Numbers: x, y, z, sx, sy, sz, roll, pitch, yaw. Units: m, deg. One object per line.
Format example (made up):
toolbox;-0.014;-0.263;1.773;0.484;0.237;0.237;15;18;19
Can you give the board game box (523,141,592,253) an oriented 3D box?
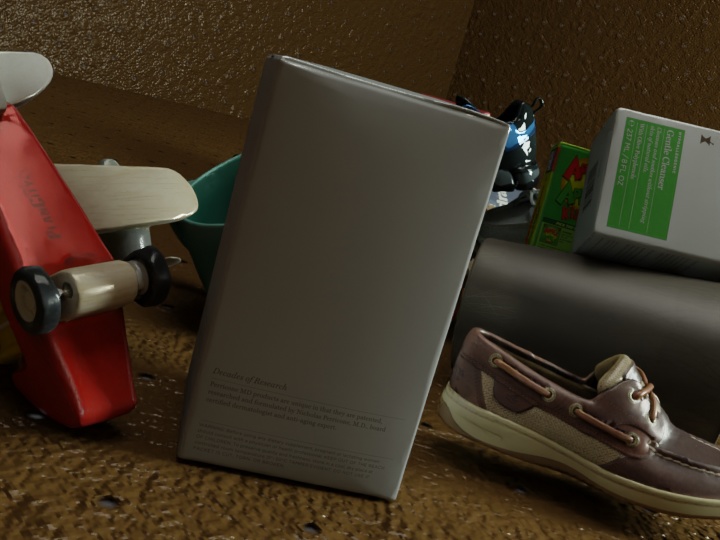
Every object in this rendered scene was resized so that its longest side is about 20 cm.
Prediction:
board game box;0.252;-0.034;0.753;0.198;0.103;0.048;17;3;3

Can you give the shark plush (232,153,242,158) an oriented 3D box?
shark plush;-0.126;-0.104;1.001;0.091;0.198;0.084;42;25;-56

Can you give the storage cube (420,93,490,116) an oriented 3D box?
storage cube;0.069;-0.146;1.245;0.198;0.173;0.179;-15;25;-25

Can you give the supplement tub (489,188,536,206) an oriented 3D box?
supplement tub;0.130;-0.060;1.109;0.198;0.142;0.140;12;12;-23

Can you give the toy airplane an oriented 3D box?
toy airplane;-0.196;-0.022;0.461;0.199;0.141;0.200;27;40;-18

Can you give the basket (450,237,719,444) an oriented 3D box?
basket;0.180;0.052;0.676;0.198;0.138;0.180;15;-3;15

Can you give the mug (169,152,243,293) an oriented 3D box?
mug;-0.057;-0.026;0.669;0.151;0.115;0.185;-25;27;-13

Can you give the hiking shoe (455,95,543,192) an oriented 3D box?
hiking shoe;0.073;-0.117;0.795;0.198;0.088;0.074;-5;13;-21

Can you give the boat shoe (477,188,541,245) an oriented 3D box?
boat shoe;0.206;-0.064;0.813;0.200;0.065;0.075;-9;26;12

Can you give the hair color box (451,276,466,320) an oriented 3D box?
hair color box;0.000;0.000;0.835;0.198;0.062;0.101;6;13;-39

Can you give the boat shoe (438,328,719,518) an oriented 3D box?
boat shoe;0.150;0.087;0.519;0.198;0.073;0.072;19;11;8

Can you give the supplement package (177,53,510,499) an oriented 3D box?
supplement package;-0.017;-0.003;0.467;0.118;0.202;0.121;14;12;-12

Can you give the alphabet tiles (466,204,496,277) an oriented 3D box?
alphabet tiles;0.153;0.008;0.849;0.166;0.008;0.201;14;45;-45

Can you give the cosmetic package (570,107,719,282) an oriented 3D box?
cosmetic package;0.279;-0.044;0.678;0.198;0.109;0.085;12;-12;4
